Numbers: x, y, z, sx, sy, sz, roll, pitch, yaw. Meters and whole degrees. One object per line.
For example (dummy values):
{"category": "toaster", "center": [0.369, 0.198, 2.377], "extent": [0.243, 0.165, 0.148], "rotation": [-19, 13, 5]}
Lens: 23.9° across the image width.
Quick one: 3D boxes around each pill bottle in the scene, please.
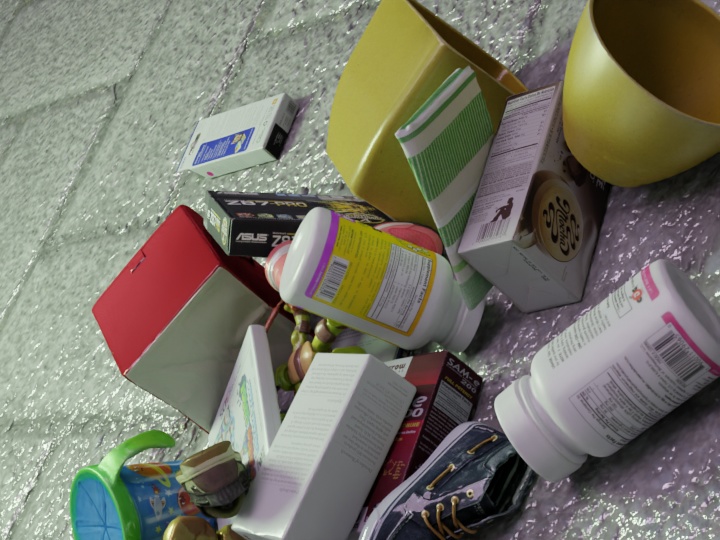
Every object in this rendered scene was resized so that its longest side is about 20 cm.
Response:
{"category": "pill bottle", "center": [0.222, 0.092, 1.506], "extent": [0.200, 0.113, 0.114], "rotation": [-39, 33, 19]}
{"category": "pill bottle", "center": [0.024, 0.017, 1.748], "extent": [0.104, 0.198, 0.105], "rotation": [-158, 90, -77]}

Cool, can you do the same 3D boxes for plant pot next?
{"category": "plant pot", "center": [0.275, -0.166, 1.662], "extent": [0.201, 0.198, 0.142], "rotation": [-86, 22, -44]}
{"category": "plant pot", "center": [0.073, -0.159, 1.901], "extent": [0.201, 0.195, 0.195], "rotation": [-53, 30, 13]}

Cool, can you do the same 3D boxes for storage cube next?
{"category": "storage cube", "center": [-0.186, 0.062, 2.013], "extent": [0.200, 0.171, 0.180], "rotation": [-48, 32, 5]}

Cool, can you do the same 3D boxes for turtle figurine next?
{"category": "turtle figurine", "center": [-0.052, 0.108, 1.847], "extent": [0.161, 0.064, 0.202], "rotation": [-35, 45, 51]}

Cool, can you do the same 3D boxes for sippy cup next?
{"category": "sippy cup", "center": [-0.234, 0.270, 1.880], "extent": [0.178, 0.129, 0.141], "rotation": [-48, 60, 48]}

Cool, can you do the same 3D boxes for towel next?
{"category": "towel", "center": [0.107, -0.085, 1.724], "extent": [0.023, 0.202, 0.153], "rotation": [-5, 28, 36]}

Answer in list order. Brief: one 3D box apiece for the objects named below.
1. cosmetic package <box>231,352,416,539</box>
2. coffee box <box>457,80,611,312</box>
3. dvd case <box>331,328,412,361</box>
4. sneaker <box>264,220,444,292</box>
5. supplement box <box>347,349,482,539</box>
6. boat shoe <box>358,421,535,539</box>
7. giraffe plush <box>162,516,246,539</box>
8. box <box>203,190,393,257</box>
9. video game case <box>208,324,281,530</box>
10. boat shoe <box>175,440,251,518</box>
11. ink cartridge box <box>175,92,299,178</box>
{"category": "cosmetic package", "center": [-0.035, 0.184, 1.671], "extent": [0.101, 0.071, 0.201], "rotation": [-2, 57, 56]}
{"category": "coffee box", "center": [0.185, -0.075, 1.730], "extent": [0.079, 0.113, 0.201], "rotation": [-14, 46, 44]}
{"category": "dvd case", "center": [-0.007, 0.114, 1.869], "extent": [0.149, 0.025, 0.202], "rotation": [-15, 46, 45]}
{"category": "sneaker", "center": [0.000, 0.000, 1.840], "extent": [0.198, 0.075, 0.087], "rotation": [-11, 17, -9]}
{"category": "supplement box", "center": [0.040, 0.184, 1.699], "extent": [0.108, 0.061, 0.201], "rotation": [-14, 46, 47]}
{"category": "boat shoe", "center": [0.079, 0.224, 1.579], "extent": [0.201, 0.071, 0.091], "rotation": [-50, 30, -19]}
{"category": "giraffe plush", "center": [-0.193, 0.355, 1.744], "extent": [0.200, 0.173, 0.162], "rotation": [-48, 15, -29]}
{"category": "box", "center": [-0.069, -0.050, 1.944], "extent": [0.161, 0.198, 0.050], "rotation": [-139, 53, -71]}
{"category": "video game case", "center": [-0.126, 0.192, 1.850], "extent": [0.201, 0.023, 0.183], "rotation": [-103, 28, -48]}
{"category": "boat shoe", "center": [-0.145, 0.219, 1.722], "extent": [0.071, 0.067, 0.201], "rotation": [-21, -11, -8]}
{"category": "ink cartridge box", "center": [-0.173, -0.184, 2.382], "extent": [0.199, 0.037, 0.095], "rotation": [-9, 52, 45]}
